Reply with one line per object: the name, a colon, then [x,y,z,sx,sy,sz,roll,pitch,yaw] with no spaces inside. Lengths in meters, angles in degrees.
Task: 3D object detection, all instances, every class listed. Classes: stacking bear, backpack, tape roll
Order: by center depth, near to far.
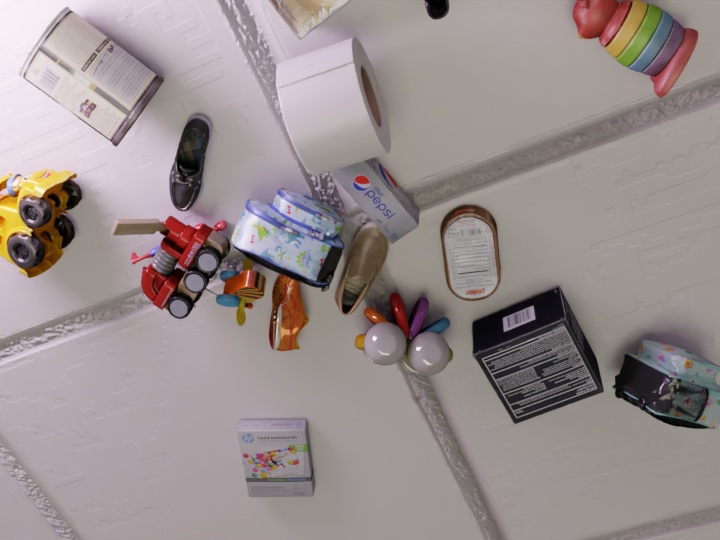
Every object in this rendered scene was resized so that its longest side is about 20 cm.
stacking bear: [0.441,-0.393,1.494,0.199,0.122,0.114,28,121,-4]
tape roll: [-0.043,-0.277,1.538,0.138,0.203,0.204,-16,118,13]
backpack: [-0.128,-0.071,1.683,0.198,0.183,0.148,21,97,-4]
backpack: [0.633,0.233,1.806,0.199,0.176,0.154,27,89,-24]

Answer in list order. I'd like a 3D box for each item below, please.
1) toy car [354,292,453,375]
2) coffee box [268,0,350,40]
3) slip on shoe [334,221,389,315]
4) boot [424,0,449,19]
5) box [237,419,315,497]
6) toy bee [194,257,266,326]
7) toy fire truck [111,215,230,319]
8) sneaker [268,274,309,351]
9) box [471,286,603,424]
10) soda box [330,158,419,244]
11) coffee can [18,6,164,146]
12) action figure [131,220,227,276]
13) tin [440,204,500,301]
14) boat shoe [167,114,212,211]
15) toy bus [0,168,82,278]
toy car: [0.094,0.123,1.807,0.198,0.175,0.151,13,84,-3]
coffee box: [-0.055,-0.491,1.483,0.199,0.080,0.114,-33,113,21]
slip on shoe: [0.000,0.000,1.778,0.075,0.061,0.201,23,119,-10]
boot: [0.098,-0.509,1.431,0.069,0.132,0.201,-23,116,17]
box: [-0.189,0.428,2.055,0.154,0.041,0.202,-1,119,4]
toy bee: [-0.240,0.038,1.805,0.108,0.199,0.132,22,86,-40]
toy fire truck: [-0.373,-0.025,1.710,0.199,0.129,0.177,33,112,-7]
sneaker: [-0.141,0.075,1.840,0.076,0.073,0.201,-3,127,-20]
box: [0.353,0.172,1.818,0.199,0.124,0.199,-23,115,19]
soda box: [0.026,-0.150,1.687,0.068,0.064,0.200,-34,113,22]
coffee can: [-0.463,-0.334,1.565,0.199,0.147,0.146,37,116,-16]
action figure: [-0.351,-0.052,1.780,0.198,0.052,0.066,-22,122,10]
tin: [0.214,-0.030,1.761,0.111,0.042,0.202,-5,120,12]
boat shoe: [-0.323,-0.193,1.690,0.068,0.057,0.201,15,120,-5]
toy bus: [-0.651,-0.118,1.728,0.191,0.136,0.201,26,118,7]
